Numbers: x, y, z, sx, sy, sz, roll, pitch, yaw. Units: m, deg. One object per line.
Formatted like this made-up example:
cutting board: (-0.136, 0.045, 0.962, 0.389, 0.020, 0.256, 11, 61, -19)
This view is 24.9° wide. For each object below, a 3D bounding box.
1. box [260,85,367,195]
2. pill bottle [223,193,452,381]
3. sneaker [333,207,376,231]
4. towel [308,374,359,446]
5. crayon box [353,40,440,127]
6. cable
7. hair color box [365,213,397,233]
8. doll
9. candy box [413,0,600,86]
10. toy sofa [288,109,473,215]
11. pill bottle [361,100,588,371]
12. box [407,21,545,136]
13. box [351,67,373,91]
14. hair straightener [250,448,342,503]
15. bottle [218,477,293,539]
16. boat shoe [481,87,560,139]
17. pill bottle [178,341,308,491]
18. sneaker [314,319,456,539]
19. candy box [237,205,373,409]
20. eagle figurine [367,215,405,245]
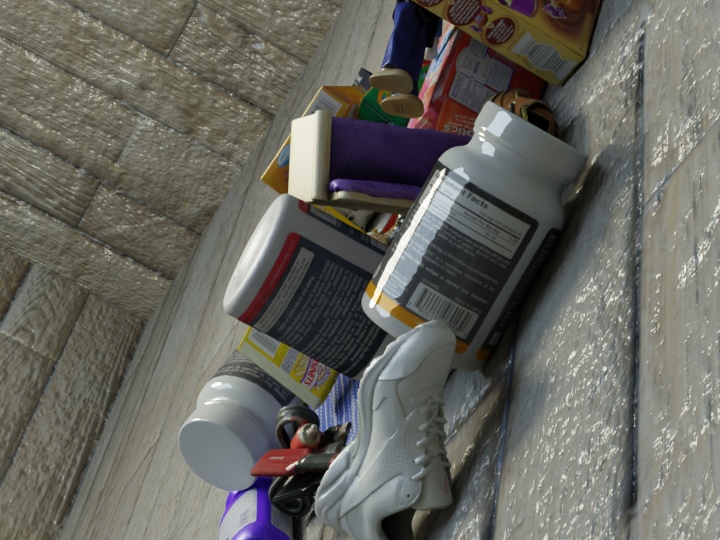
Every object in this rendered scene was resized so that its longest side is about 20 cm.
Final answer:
box: (-0.037, -0.141, 1.759, 0.119, 0.041, 0.200, -55, -5, 12)
pill bottle: (-0.009, 0.029, 1.440, 0.120, 0.200, 0.120, -58, 11, 18)
sneaker: (-0.025, -0.051, 1.751, 0.200, 0.074, 0.089, 113, -178, -61)
towel: (-0.012, 0.118, 1.591, 0.200, 0.024, 0.145, 132, 142, -52)
crayon box: (0.038, -0.155, 1.776, 0.119, 0.058, 0.200, -48, -9, -26)
cable: (-0.059, 0.189, 1.556, 0.200, 0.097, 0.050, -50, 17, 49)
hair color box: (0.032, -0.021, 1.750, 0.200, 0.061, 0.102, -58, 10, 15)
doll: (0.057, -0.247, 1.594, 0.137, 0.048, 0.201, 61, -141, -55)
candy box: (0.129, -0.274, 1.549, 0.056, 0.200, 0.117, -49, 17, 50)
toy sofa: (0.040, -0.092, 1.482, 0.097, 0.199, 0.083, -5, 81, 59)
pill bottle: (0.095, -0.028, 1.325, 0.200, 0.116, 0.116, -60, 11, 7)
box: (0.127, -0.201, 1.646, 0.095, 0.099, 0.200, -47, 19, 54)
box: (0.011, -0.143, 2.036, 0.182, 0.104, 0.200, -61, 11, 8)
hair straightener: (-0.024, 0.191, 1.460, 0.041, 0.077, 0.200, -46, 15, -32)
bottle: (-0.108, 0.264, 1.685, 0.084, 0.065, 0.200, -53, 12, 11)
boat shoe: (0.148, -0.118, 1.463, 0.068, 0.072, 0.200, -27, 20, 23)
pill bottle: (-0.103, 0.135, 1.739, 0.113, 0.113, 0.200, -51, 0, 44)
sneaker: (0.042, 0.134, 1.255, 0.078, 0.099, 0.200, -10, -53, -48)
candy box: (-0.042, 0.034, 1.566, 0.026, 0.102, 0.200, -42, -16, -51)
eagle figurine: (0.001, -0.001, 1.632, 0.200, 0.152, 0.151, -40, -14, 12)
